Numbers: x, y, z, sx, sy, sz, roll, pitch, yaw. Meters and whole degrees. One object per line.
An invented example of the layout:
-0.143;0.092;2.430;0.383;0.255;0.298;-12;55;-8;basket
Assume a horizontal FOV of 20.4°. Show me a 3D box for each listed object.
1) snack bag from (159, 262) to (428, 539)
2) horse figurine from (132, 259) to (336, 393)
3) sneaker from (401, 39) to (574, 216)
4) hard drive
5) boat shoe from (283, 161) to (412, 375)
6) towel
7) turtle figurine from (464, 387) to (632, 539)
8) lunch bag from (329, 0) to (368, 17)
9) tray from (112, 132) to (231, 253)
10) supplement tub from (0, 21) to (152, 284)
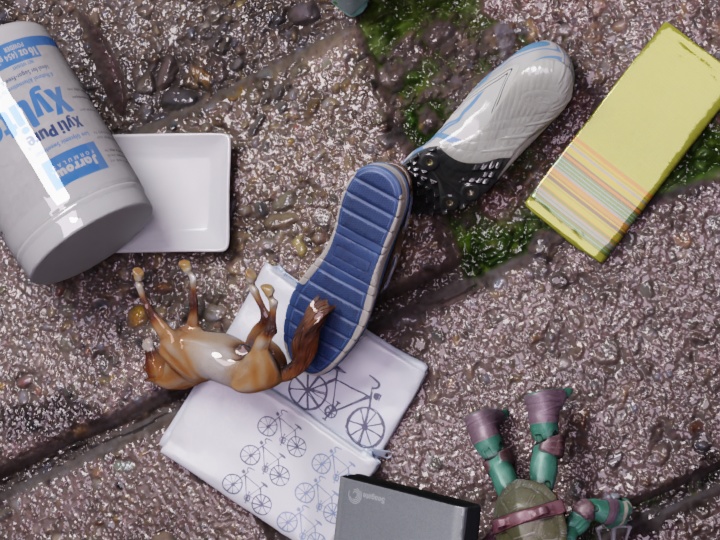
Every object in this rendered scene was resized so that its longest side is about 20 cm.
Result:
-0.057;0.122;1.772;0.188;0.021;0.201;33;94;14;snack bag
-0.116;0.059;1.730;0.198;0.050;0.134;5;120;23;horse figurine
0.107;-0.121;1.736;0.200;0.073;0.072;-40;106;20;sneaker
0.032;0.283;1.695;0.139;0.033;0.202;9;95;41;hard drive
0.000;0.000;1.729;0.072;0.072;0.201;33;111;16;boat shoe
0.234;-0.109;1.722;0.086;0.018;0.201;38;94;8;towel
0.152;0.208;1.680;0.148;0.101;0.202;-15;77;12;turtle figurine
-0.061;-0.333;1.730;0.200;0.170;0.122;40;88;13;lunch bag
-0.211;-0.069;1.823;0.198;0.022;0.109;0;85;14;tray
-0.285;-0.105;1.766;0.131;0.132;0.201;-35;78;9;supplement tub
